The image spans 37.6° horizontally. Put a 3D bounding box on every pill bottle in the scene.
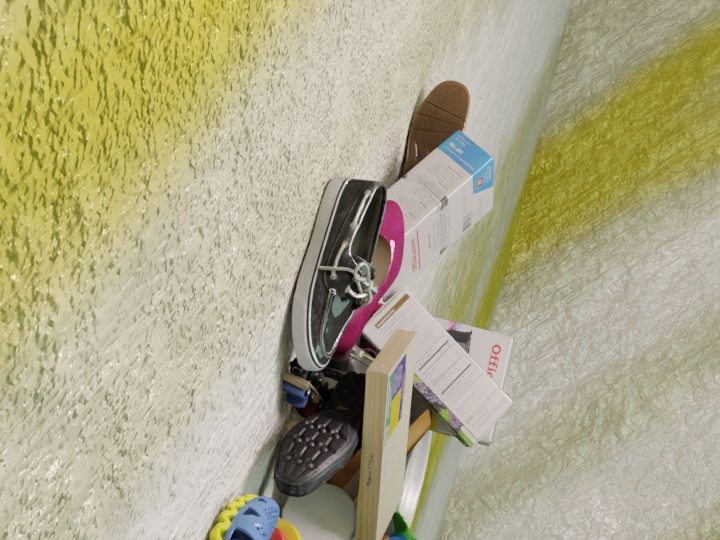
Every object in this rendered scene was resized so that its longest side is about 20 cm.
[{"bbox_3d":[-0.042,0.331,1.201,0.202,0.111,0.114,90,19,-47],"label":"pill bottle"}]

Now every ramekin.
[{"bbox_3d":[0.034,0.294,1.533,0.200,0.096,0.205,13,90,-78],"label":"ramekin"}]

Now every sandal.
[{"bbox_3d":[-0.107,0.282,0.934,0.201,0.085,0.081,-64,160,-52],"label":"sandal"}]

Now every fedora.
[{"bbox_3d":[0.006,0.229,1.316,0.201,0.082,0.201,-47,170,-10],"label":"fedora"}]

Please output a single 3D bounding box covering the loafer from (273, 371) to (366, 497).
[{"bbox_3d":[-0.030,0.179,1.096,0.201,0.067,0.072,-45,145,-57],"label":"loafer"}]

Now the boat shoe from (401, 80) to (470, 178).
[{"bbox_3d":[0.097,-0.158,1.439,0.065,0.071,0.204,31,77,-83],"label":"boat shoe"}]

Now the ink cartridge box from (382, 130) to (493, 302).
[{"bbox_3d":[0.076,-0.067,1.327,0.199,0.067,0.116,-40,154,-17],"label":"ink cartridge box"}]

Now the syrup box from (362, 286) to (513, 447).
[{"bbox_3d":[0.094,0.122,1.334,0.081,0.200,0.079,-44,174,-6],"label":"syrup box"}]

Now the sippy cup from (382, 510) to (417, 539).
[{"bbox_3d":[0.001,0.400,1.371,0.140,0.129,0.179,-53,-148,29],"label":"sippy cup"}]

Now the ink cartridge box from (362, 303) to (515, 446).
[{"bbox_3d":[0.097,0.139,1.427,0.086,0.196,0.151,42,62,-76],"label":"ink cartridge box"}]

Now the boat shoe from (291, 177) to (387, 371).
[{"bbox_3d":[-0.014,0.004,1.066,0.074,0.067,0.203,45,56,-56],"label":"boat shoe"}]

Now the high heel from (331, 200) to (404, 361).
[{"bbox_3d":[0.000,0.000,1.180,0.202,0.066,0.096,-63,168,-15],"label":"high heel"}]

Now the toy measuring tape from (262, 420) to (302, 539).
[{"bbox_3d":[-0.076,0.254,1.075,0.074,0.072,0.203,82,24,-58],"label":"toy measuring tape"}]

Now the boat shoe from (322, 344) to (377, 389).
[{"bbox_3d":[0.004,0.126,1.294,0.201,0.070,0.062,33,75,-74],"label":"boat shoe"}]

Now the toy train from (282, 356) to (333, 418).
[{"bbox_3d":[-0.053,0.139,1.150,0.046,0.034,0.200,-63,164,-15],"label":"toy train"}]

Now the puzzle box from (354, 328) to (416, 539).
[{"bbox_3d":[0.028,0.178,1.137,0.133,0.025,0.204,-43,139,-69],"label":"puzzle box"}]
